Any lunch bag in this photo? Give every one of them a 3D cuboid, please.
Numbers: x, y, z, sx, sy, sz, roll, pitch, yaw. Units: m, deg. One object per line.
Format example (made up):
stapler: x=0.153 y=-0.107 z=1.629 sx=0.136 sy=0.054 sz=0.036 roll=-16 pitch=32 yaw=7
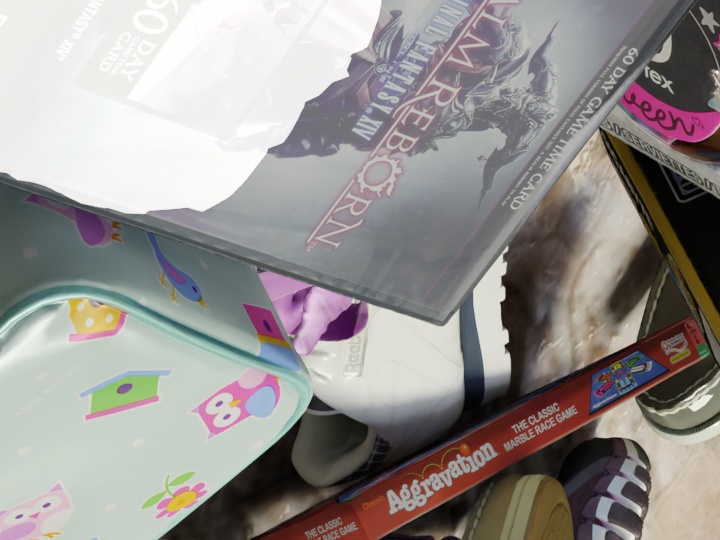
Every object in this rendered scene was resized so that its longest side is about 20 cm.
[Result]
lunch bag: x=-0.122 y=0.052 z=0.844 sx=0.200 sy=0.077 sz=0.160 roll=-38 pitch=151 yaw=19

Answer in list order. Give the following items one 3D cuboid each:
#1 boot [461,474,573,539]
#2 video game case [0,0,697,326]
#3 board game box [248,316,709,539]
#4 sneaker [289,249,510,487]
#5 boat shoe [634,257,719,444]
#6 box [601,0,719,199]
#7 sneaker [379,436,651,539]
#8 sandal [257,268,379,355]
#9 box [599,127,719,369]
boot: x=-0.015 y=0.154 z=1.051 sx=0.072 sy=0.154 sz=0.201 roll=41 pitch=65 yaw=-60
video game case: x=-0.011 y=-0.064 z=0.767 sx=0.200 sy=0.019 sz=0.143 roll=19 pitch=117 yaw=-39
board game box: x=0.035 y=0.071 z=1.087 sx=0.200 sy=0.019 sz=0.103 roll=-24 pitch=176 yaw=-44
sneaker: x=0.000 y=0.000 z=1.007 sx=0.080 sy=0.076 sz=0.200 roll=-32 pitch=139 yaw=-16
boat shoe: x=0.161 y=-0.027 z=1.181 sx=0.202 sy=0.072 sz=0.060 roll=-61 pitch=145 yaw=-3
box: x=0.170 y=-0.091 z=1.016 sx=0.132 sy=0.200 sz=0.115 roll=-40 pitch=142 yaw=-22
sneaker: x=0.047 y=0.112 z=1.161 sx=0.200 sy=0.115 sz=0.076 roll=-68 pitch=178 yaw=-61
sandal: x=-0.022 y=0.008 z=0.930 sx=0.082 sy=0.050 sz=0.203 roll=-4 pitch=148 yaw=-41
box: x=0.206 y=-0.039 z=1.082 sx=0.199 sy=0.160 sz=0.049 roll=-22 pitch=136 yaw=0
